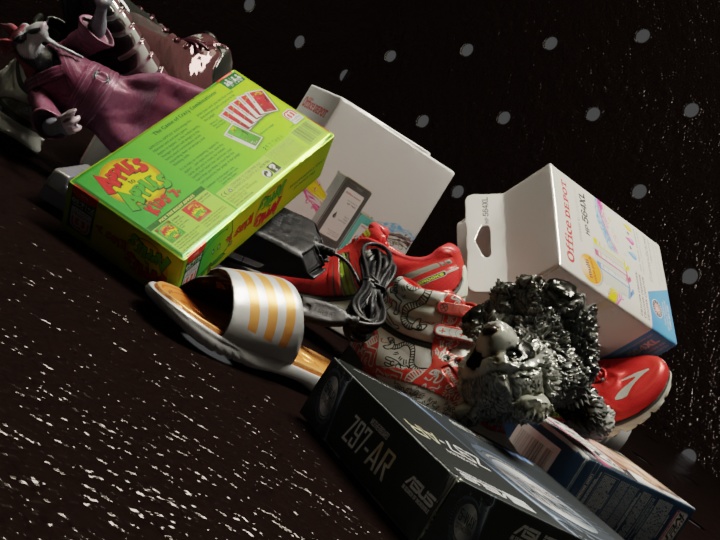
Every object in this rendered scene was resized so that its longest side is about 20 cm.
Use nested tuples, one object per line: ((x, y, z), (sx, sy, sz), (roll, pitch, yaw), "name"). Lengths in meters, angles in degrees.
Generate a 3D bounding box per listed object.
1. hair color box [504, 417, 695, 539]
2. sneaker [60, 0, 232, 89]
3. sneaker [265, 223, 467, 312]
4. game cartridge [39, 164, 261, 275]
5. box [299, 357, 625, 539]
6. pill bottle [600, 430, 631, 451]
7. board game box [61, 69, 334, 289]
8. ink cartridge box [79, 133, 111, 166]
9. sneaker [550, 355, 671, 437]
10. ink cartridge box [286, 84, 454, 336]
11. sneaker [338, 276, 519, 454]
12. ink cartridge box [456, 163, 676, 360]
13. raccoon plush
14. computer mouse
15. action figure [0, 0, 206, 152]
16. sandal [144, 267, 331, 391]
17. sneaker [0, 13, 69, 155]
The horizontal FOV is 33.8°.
((0.198, 0.183, 1.031), (0.200, 0.061, 0.100), (30, 5, -45), "hair color box")
((-0.186, -0.209, 1.093), (0.075, 0.116, 0.201), (0, -48, 40), "sneaker")
((0.000, 0.000, 1.065), (0.198, 0.086, 0.077), (4, -1, 16), "sneaker")
((-0.151, -0.018, 0.940), (0.199, 0.039, 0.130), (32, 0, -5), "game cartridge")
((0.075, 0.139, 0.727), (0.199, 0.044, 0.160), (31, 4, -32), "box")
((0.197, 0.128, 1.265), (0.199, 0.120, 0.120), (31, 5, -30), "pill bottle")
((-0.116, -0.068, 0.882), (0.101, 0.048, 0.200), (33, 44, 11), "board game box")
((-0.185, -0.135, 1.256), (0.145, 0.145, 0.200), (32, 3, -6), "ink cartridge box")
((0.189, 0.107, 1.103), (0.077, 0.198, 0.085), (-87, 163, -50), "sneaker")
((-0.030, -0.065, 1.226), (0.145, 0.201, 0.147), (31, 4, -19), "ink cartridge box")
((0.077, 0.084, 0.937), (0.201, 0.108, 0.067), (36, 5, 33), "sneaker")
((0.187, 0.007, 1.137), (0.199, 0.125, 0.129), (31, 43, -32), "ink cartridge box")
((0.143, 0.097, 0.872), (0.200, 0.096, 0.135), (42, 40, -24), "raccoon plush")
((-0.068, -0.004, 0.919), (0.199, 0.046, 0.141), (23, 29, -11), "computer mouse")
((-0.223, -0.153, 1.019), (0.199, 0.135, 0.149), (32, -19, -11), "action figure")
((-0.060, 0.034, 0.817), (0.206, 0.059, 0.079), (29, 5, -45), "sandal")
((-0.304, -0.183, 1.120), (0.075, 0.116, 0.200), (30, 5, -26), "sneaker")
